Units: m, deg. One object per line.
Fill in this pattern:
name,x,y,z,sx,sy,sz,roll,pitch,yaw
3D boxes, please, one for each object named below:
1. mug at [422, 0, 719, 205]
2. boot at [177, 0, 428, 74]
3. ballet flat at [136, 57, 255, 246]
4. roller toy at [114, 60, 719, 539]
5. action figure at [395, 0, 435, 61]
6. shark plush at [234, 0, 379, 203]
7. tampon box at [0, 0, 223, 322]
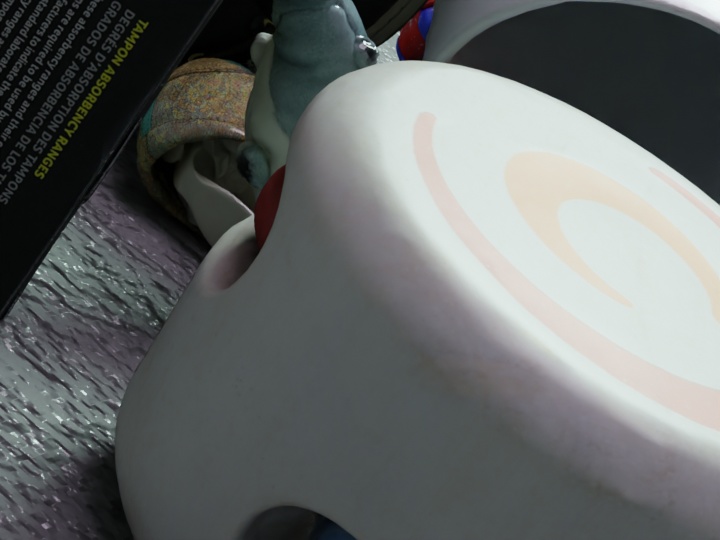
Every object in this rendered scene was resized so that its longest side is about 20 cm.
mug,0.127,-0.097,0.940,0.199,0.148,0.176,24,48,-12
boot,-0.074,-0.122,0.894,0.150,0.199,0.074,16,68,-44
ballet flat,0.000,0.000,0.903,0.200,0.071,0.071,37,14,-5
roller toy,0.032,0.046,0.664,0.182,0.140,0.200,12,34,-40
action figure,0.052,-0.086,1.024,0.098,0.065,0.201,4,65,-33
shark plush,0.009,-0.048,0.796,0.083,0.201,0.091,-1,30,20
tampon box,-0.146,-0.108,0.740,0.199,0.127,0.150,35,15,-9
